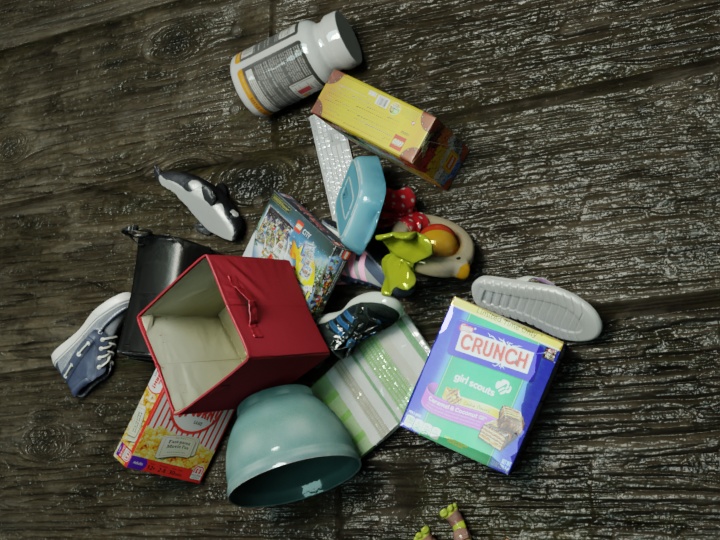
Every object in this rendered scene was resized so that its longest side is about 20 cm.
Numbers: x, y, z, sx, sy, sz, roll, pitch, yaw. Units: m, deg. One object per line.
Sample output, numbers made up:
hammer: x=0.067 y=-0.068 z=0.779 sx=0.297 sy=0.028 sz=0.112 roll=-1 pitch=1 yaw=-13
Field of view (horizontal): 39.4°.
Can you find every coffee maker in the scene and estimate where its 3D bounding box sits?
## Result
coffee maker: x=-0.326 y=0.050 z=1.636 sx=0.135 sy=0.192 sz=0.200 roll=-8 pitch=70 yaw=54

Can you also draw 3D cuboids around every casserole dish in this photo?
casserole dish: x=-0.004 y=-0.105 z=1.526 sx=0.039 sy=0.200 sz=0.121 roll=17 pitch=114 yaw=-13

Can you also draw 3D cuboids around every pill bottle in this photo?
pill bottle: x=-0.106 y=-0.343 z=1.665 sx=0.200 sy=0.116 sz=0.117 roll=-22 pitch=70 yaw=19

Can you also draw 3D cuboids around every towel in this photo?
towel: x=0.031 y=0.175 z=1.536 sx=0.200 sy=0.031 sz=0.149 roll=-42 pitch=62 yaw=13

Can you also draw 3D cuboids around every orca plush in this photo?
orca plush: x=-0.264 y=-0.125 z=1.734 sx=0.200 sy=0.071 sz=0.105 roll=26 pitch=134 yaw=32

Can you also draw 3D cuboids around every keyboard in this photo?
keyboard: x=-0.038 y=-0.174 z=1.654 sx=0.056 sy=0.011 sz=0.200 roll=-20 pitch=71 yaw=20

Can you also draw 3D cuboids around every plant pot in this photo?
plant pot: x=-0.112 y=0.251 z=1.490 sx=0.200 sy=0.200 sz=0.134 roll=-26 pitch=63 yaw=17

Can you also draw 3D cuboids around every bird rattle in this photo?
bird rattle: x=0.089 y=-0.040 z=1.505 sx=0.163 sy=0.200 sz=0.113 roll=13 pitch=119 yaw=-5

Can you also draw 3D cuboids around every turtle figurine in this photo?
turtle figurine: x=0.158 y=0.407 z=1.398 sx=0.200 sy=0.064 sz=0.161 roll=-49 pitch=55 yaw=17

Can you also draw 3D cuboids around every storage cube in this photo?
storage cube: x=-0.184 y=0.094 z=1.476 sx=0.200 sy=0.180 sz=0.171 roll=-38 pitch=66 yaw=30

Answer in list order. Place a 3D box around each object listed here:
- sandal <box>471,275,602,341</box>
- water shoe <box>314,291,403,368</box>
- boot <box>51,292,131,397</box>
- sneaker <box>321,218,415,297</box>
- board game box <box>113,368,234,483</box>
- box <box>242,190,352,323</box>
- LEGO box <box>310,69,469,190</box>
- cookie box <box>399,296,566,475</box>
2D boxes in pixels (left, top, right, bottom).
sandal: x=0.255 y=0.040 z=1.443 sx=0.202 sy=0.083 sz=0.050 roll=18 pitch=43 yaw=29
water shoe: x=-0.012 y=0.097 z=1.521 sx=0.200 sy=0.071 sz=0.079 roll=-26 pitch=42 yaw=43
boot: x=-0.446 y=0.130 z=1.748 sx=0.200 sy=0.073 sz=0.090 roll=-42 pitch=71 yaw=20
sneaker: x=0.000 y=0.000 z=1.571 sx=0.200 sy=0.070 sz=0.082 roll=38 pitch=108 yaw=32
board game box: x=-0.278 y=0.226 z=1.592 sx=0.046 sy=0.151 sz=0.200 roll=25 pitch=90 yaw=45
box: x=-0.105 y=-0.022 z=1.587 sx=0.200 sy=0.038 sz=0.137 roll=42 pitch=110 yaw=45
LEGO box: x=0.046 y=-0.215 z=1.546 sx=0.200 sy=0.149 sz=0.077 roll=31 pitch=92 yaw=28
cookie box: x=0.174 y=0.161 z=1.423 sx=0.171 sy=0.075 sz=0.200 roll=23 pitch=88 yaw=14
